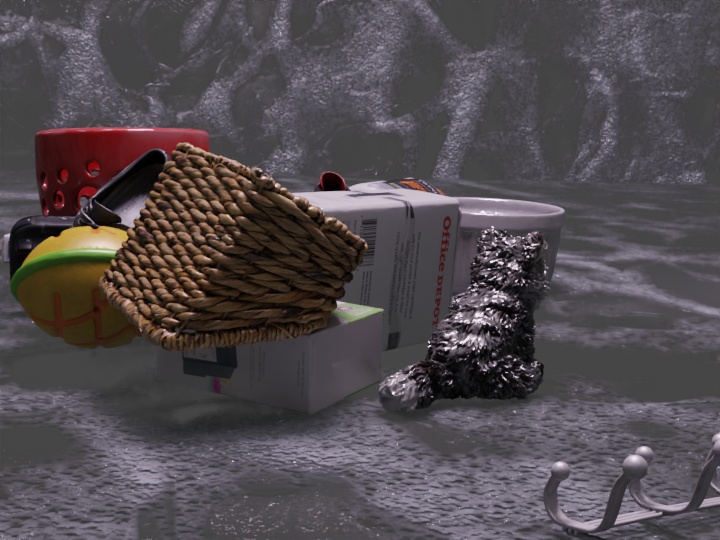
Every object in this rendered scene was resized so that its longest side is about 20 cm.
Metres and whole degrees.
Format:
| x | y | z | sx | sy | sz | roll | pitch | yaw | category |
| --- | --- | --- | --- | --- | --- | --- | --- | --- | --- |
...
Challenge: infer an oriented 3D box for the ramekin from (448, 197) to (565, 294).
| x | y | z | sx | sy | sz | roll | pitch | yaw | category |
| --- | --- | --- | --- | --- | --- | --- | --- | --- | --- |
| 0.161 | -0.032 | 1.461 | 0.197 | 0.107 | 0.200 | 3 | 10 | 0 | ramekin |

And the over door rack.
| x | y | z | sx | sy | sz | roll | pitch | yaw | category |
| --- | --- | --- | --- | --- | --- | --- | --- | --- | --- |
| 0.216 | 0.131 | 0.614 | 0.146 | 0.068 | 0.199 | -4 | 11 | -28 | over door rack |

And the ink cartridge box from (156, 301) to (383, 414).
| x | y | z | sx | sy | sz | roll | pitch | yaw | category |
| --- | --- | --- | --- | --- | --- | --- | --- | --- | --- |
| -0.093 | 0.060 | 0.961 | 0.198 | 0.068 | 0.117 | 9 | 13 | 30 | ink cartridge box |

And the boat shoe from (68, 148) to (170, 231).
| x | y | z | sx | sy | sz | roll | pitch | yaw | category |
| --- | --- | --- | --- | --- | --- | --- | --- | --- | --- |
| -0.250 | -0.050 | 1.137 | 0.074 | 0.066 | 0.199 | 34 | 56 | 16 | boat shoe |

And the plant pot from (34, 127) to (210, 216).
| x | y | z | sx | sy | sz | roll | pitch | yaw | category |
| --- | --- | --- | --- | --- | --- | --- | --- | --- | --- |
| -0.273 | -0.070 | 1.307 | 0.197 | 0.185 | 0.200 | 1 | 2 | 0 | plant pot |

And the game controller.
| x | y | z | sx | sy | sz | roll | pitch | yaw | category |
| --- | --- | --- | --- | --- | --- | --- | --- | --- | --- |
| -0.271 | -0.006 | 1.205 | 0.197 | 0.105 | 0.042 | 1 | 33 | -12 | game controller |

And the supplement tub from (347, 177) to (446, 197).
| x | y | z | sx | sy | sz | roll | pitch | yaw | category |
| --- | --- | --- | --- | --- | --- | --- | --- | --- | --- |
| 0.048 | -0.065 | 1.573 | 0.121 | 0.124 | 0.199 | 7 | 11 | 27 | supplement tub |

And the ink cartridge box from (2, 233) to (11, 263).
| x | y | z | sx | sy | sz | roll | pitch | yaw | category |
| --- | --- | --- | --- | --- | --- | --- | --- | --- | --- |
| -0.354 | -0.038 | 1.555 | 0.197 | 0.044 | 0.198 | 2 | 9 | 11 | ink cartridge box |

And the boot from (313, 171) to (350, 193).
| x | y | z | sx | sy | sz | roll | pitch | yaw | category |
| --- | --- | --- | --- | --- | --- | --- | --- | --- | --- |
| -0.041 | -0.052 | 1.414 | 0.071 | 0.147 | 0.200 | -1 | 9 | -11 | boot |

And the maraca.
| x | y | z | sx | sy | sz | roll | pitch | yaw | category |
| --- | --- | --- | --- | --- | --- | --- | --- | --- | --- |
| -0.226 | 0.020 | 1.056 | 0.198 | 0.108 | 0.136 | 14 | -30 | -40 | maraca |

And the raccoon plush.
| x | y | z | sx | sy | sz | roll | pitch | yaw | category |
| --- | --- | --- | --- | --- | --- | --- | --- | --- | --- |
| 0.097 | 0.037 | 0.937 | 0.096 | 0.136 | 0.199 | 8 | 11 | 28 | raccoon plush |

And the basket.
| x | y | z | sx | sy | sz | roll | pitch | yaw | category |
| --- | --- | --- | --- | --- | --- | --- | --- | --- | --- |
| -0.100 | 0.003 | 0.910 | 0.142 | 0.150 | 0.199 | 32 | -5 | -30 | basket |

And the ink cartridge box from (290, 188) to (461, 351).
| x | y | z | sx | sy | sz | roll | pitch | yaw | category |
| --- | --- | --- | --- | --- | --- | --- | --- | --- | --- |
| 0.000 | 0.000 | 1.093 | 0.083 | 0.147 | 0.198 | 16 | 15 | 42 | ink cartridge box |
